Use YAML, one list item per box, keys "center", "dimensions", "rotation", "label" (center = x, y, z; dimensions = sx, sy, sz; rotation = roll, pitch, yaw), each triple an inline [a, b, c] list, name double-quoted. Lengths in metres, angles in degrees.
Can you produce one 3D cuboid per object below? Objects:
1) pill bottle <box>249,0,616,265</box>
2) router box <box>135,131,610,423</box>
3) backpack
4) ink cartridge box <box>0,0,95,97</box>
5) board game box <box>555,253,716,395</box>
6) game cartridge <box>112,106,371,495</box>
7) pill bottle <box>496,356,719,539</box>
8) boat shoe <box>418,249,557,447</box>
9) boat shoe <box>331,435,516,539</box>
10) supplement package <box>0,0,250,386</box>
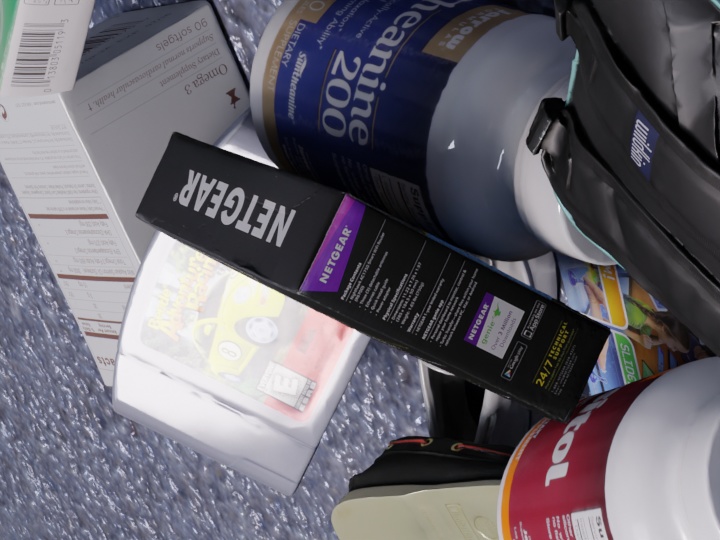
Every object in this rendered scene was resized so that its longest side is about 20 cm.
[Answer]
- center: [0.049, -0.069, 0.973]
  dimensions: [0.199, 0.111, 0.112]
  rotation: [23, 137, 45]
  label: "pill bottle"
- center: [0.000, 0.000, 0.970]
  dimensions: [0.149, 0.051, 0.200]
  rotation: [26, 178, -29]
  label: "router box"
- center: [0.176, -0.039, 0.763]
  dimensions: [0.200, 0.153, 0.176]
  rotation: [52, 155, 28]
  label: "backpack"
- center: [-0.176, -0.220, 1.131]
  dimensions: [0.161, 0.050, 0.201]
  rotation: [115, 145, -54]
  label: "ink cartridge box"
- center: [0.165, 0.064, 1.005]
  dimensions: [0.135, 0.034, 0.201]
  rotation: [21, 136, 47]
  label: "board game box"
- center: [-0.057, 0.017, 1.163]
  dimensions: [0.132, 0.041, 0.201]
  rotation: [27, 115, 2]
  label: "game cartridge"
- center: [0.141, 0.098, 0.897]
  dimensions: [0.113, 0.113, 0.200]
  rotation: [57, 160, 0]
  label: "pill bottle"
- center: [0.059, 0.029, 1.103]
  dimensions: [0.073, 0.065, 0.201]
  rotation: [28, 140, 42]
  label: "boat shoe"
- center: [0.080, 0.119, 1.083]
  dimensions: [0.200, 0.063, 0.074]
  rotation: [-1, 126, 38]
  label: "boat shoe"
- center: [-0.120, -0.041, 1.255]
  dimensions: [0.117, 0.117, 0.201]
  rotation: [2, 121, 53]
  label: "supplement package"
